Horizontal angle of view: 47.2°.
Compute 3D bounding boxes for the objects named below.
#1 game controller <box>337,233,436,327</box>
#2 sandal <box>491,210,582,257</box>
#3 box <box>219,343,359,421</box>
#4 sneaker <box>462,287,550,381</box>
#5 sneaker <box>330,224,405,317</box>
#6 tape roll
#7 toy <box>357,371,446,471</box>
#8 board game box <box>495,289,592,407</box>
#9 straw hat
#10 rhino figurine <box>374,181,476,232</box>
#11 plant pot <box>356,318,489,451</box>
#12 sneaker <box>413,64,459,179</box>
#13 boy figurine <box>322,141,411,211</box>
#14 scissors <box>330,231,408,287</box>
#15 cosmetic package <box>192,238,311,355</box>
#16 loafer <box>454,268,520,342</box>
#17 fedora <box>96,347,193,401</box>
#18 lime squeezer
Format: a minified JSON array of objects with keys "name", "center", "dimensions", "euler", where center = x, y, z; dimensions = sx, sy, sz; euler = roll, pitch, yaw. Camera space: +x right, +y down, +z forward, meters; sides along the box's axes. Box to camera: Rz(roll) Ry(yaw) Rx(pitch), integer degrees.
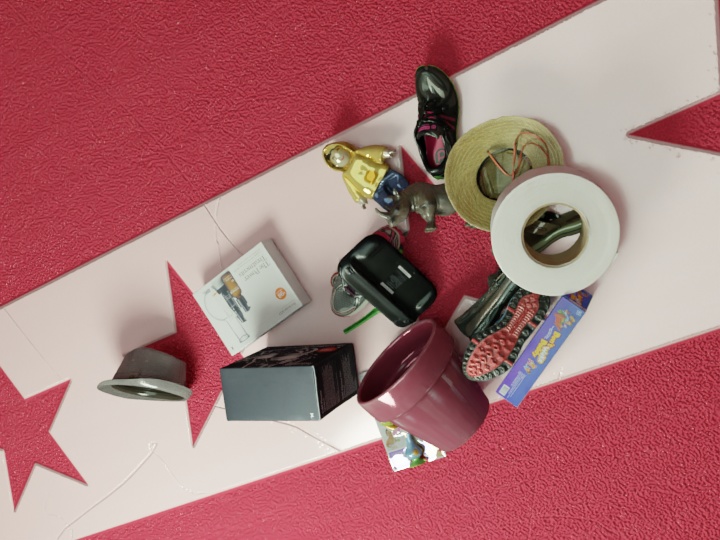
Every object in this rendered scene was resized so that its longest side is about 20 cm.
[{"name":"game controller","center":[0.051,0.021,1.478],"dimensions":[0.104,0.042,0.200],"euler":[-47,121,1]},{"name":"sandal","center":[0.311,-0.078,1.392],"dimensions":[0.201,0.080,0.057],"euler":[-26,112,14]},{"name":"box","center":[-0.130,0.209,1.560],"dimensions":[0.199,0.182,0.104],"euler":[-5,97,23]},{"name":"sneaker","center":[0.257,0.117,1.422],"dimensions":[0.079,0.096,0.200],"euler":[43,87,18]},{"name":"sneaker","center":[0.000,0.000,1.520],"dimensions":[0.081,0.075,0.200],"euler":[37,109,13]},{"name":"tape roll","center":[0.310,-0.064,1.321],"dimensions":[0.202,0.071,0.203],"euler":[2,106,7]},{"name":"toy","center":[0.073,0.279,1.566],"dimensions":[0.115,0.047,0.201],"euler":[-22,91,22]},{"name":"board game box","center":[0.313,0.123,1.397],"dimensions":[0.045,0.134,0.200],"euler":[35,110,12]},{"name":"straw hat","center":[0.245,-0.162,1.403],"dimensions":[0.200,0.085,0.202],"euler":[1,95,10]},{"name":"rhino figurine","center":[0.120,-0.112,1.431],"dimensions":[0.199,0.060,0.088],"euler":[-5,85,-15]},{"name":"plant pot","center":[0.123,0.216,1.465],"dimensions":[0.179,0.200,0.200],"euler":[43,113,-11]},{"name":"sneaker","center":[0.131,-0.258,1.431],"dimensions":[0.077,0.084,0.201],"euler":[-8,96,22]},{"name":"boy figurine","center":[0.018,-0.178,1.503],"dimensions":[0.200,0.064,0.124],"euler":[39,113,8]},{"name":"scissors","center":[0.027,0.002,1.558],"dimensions":[0.200,0.014,0.073],"euler":[-31,85,22]},{"name":"cosmetic package","center":[-0.217,0.054,1.642],"dimensions":[0.200,0.052,0.151],"euler":[-36,88,23]},{"name":"loafer","center":[0.234,0.039,1.452],"dimensions":[0.063,0.072,0.200],"euler":[38,113,18]},{"name":"fedora","center":[-0.440,0.215,1.717],"dimensions":[0.199,0.177,0.091],"euler":[-5,67,30]},{"name":"lime squeezer","center":[0.045,0.049,1.525],"dimensions":[0.038,0.071,0.200],"euler":[46,116,27]}]
